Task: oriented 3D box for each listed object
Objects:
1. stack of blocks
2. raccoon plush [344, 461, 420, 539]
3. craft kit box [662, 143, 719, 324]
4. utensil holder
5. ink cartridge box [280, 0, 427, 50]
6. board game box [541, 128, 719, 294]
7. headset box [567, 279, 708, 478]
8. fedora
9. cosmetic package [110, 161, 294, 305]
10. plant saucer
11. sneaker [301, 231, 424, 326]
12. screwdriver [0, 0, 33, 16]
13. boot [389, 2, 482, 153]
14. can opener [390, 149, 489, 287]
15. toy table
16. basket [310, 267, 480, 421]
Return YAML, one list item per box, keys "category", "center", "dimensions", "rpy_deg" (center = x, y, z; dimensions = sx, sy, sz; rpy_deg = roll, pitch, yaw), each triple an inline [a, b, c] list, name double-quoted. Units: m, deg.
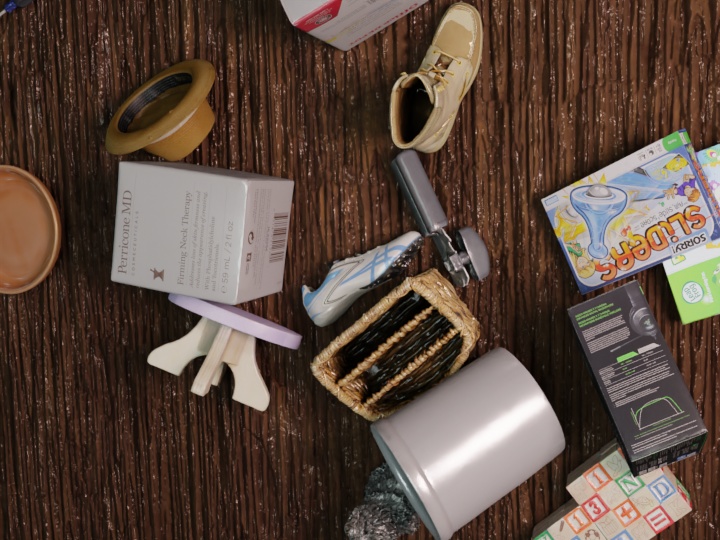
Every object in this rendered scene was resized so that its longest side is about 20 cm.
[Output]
- category: "stack of blocks"
  center: [0.321, 0.316, 1.197]
  dimensions: [0.200, 0.058, 0.116]
  rpy_deg: [-42, 83, 17]
- category: "raccoon plush"
  center: [0.044, 0.299, 1.243]
  dimensions: [0.095, 0.134, 0.204]
  rpy_deg: [20, 101, 15]
- category: "craft kit box"
  center: [0.464, -0.059, 1.123]
  dimensions: [0.194, 0.048, 0.204]
  rpy_deg: [-20, 90, 21]
- category: "utensil holder"
  center: [0.138, 0.218, 1.156]
  dimensions: [0.198, 0.170, 0.172]
  rpy_deg: [-31, 86, -8]
- category: "ink cartridge box"
  center: [-0.021, -0.393, 1.159]
  dimensions: [0.143, 0.200, 0.147]
  rpy_deg: [-26, 85, 17]
- category: "board game box"
  center: [0.338, -0.069, 1.128]
  dimensions: [0.198, 0.034, 0.138]
  rpy_deg: [-28, 84, 38]
- category: "headset box"
  center: [0.327, 0.129, 1.087]
  dimensions: [0.091, 0.174, 0.203]
  rpy_deg: [-23, 66, 9]
- category: "fedora"
  center: [-0.273, -0.215, 1.299]
  dimensions: [0.198, 0.203, 0.082]
  rpy_deg: [-25, 128, 18]
- category: "cosmetic package"
  center: [-0.219, -0.058, 1.273]
  dimensions: [0.196, 0.166, 0.171]
  rpy_deg: [9, 99, 17]
- category: "plant saucer"
  center: [-0.559, -0.066, 1.448]
  dimensions: [0.196, 0.037, 0.205]
  rpy_deg: [2, 97, 17]
- category: "sneaker"
  center: [0.000, 0.000, 1.262]
  dimensions: [0.198, 0.072, 0.073]
  rpy_deg: [-35, 78, 14]
- category: "screwdriver"
  center: [-0.566, -0.397, 1.418]
  dimensions: [0.198, 0.028, 0.029]
  rpy_deg: [-33, 58, 15]
- category: "boot"
  center: [0.096, -0.251, 1.158]
  dimensions: [0.072, 0.155, 0.204]
  rpy_deg: [23, 102, 13]
- category: "can opener"
  center: [0.112, -0.074, 1.237]
  dimensions: [0.066, 0.053, 0.203]
  rpy_deg: [-24, 87, -14]
- category: "toy table"
  center: [-0.196, 0.112, 1.287]
  dimensions: [0.197, 0.184, 0.119]
  rpy_deg: [22, 89, 11]
- category: "basket"
  center: [0.055, 0.113, 1.214]
  dimensions: [0.199, 0.149, 0.144]
  rpy_deg: [-39, 84, 16]
